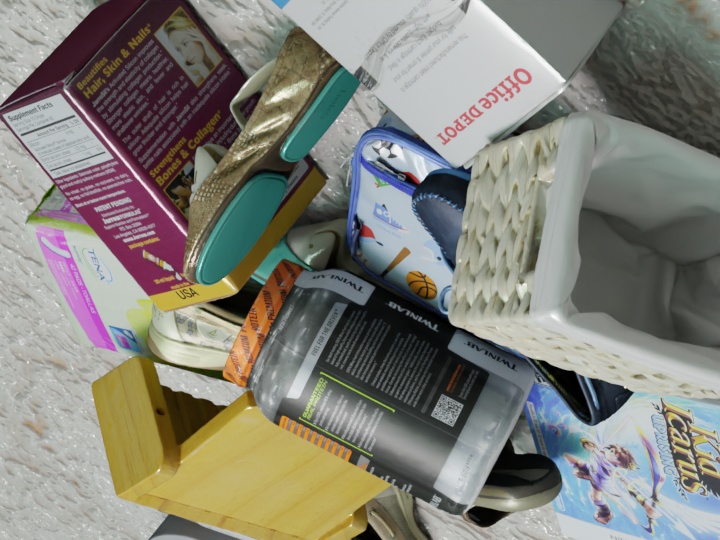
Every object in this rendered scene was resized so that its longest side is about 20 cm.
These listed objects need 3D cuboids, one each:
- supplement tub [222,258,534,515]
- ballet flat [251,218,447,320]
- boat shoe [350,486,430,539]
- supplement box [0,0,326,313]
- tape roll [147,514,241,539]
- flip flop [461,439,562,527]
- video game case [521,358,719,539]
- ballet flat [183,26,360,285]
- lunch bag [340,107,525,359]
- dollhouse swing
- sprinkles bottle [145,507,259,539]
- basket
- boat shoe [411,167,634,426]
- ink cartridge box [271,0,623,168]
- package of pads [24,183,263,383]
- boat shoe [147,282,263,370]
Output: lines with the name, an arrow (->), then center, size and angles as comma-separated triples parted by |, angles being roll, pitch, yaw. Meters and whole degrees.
supplement tub -> 0.012, 0.078, 1.660 | 0.200, 0.123, 0.123 | 28, 146, 3
ballet flat -> 0.000, 0.000, 1.744 | 0.200, 0.067, 0.070 | 26, 124, 16
boat shoe -> 0.019, 0.239, 1.998 | 0.072, 0.065, 0.200 | 15, 140, 31
supplement box -> -0.143, -0.088, 1.702 | 0.103, 0.131, 0.200 | -14, 120, 50
tape roll -> -0.104, 0.293, 2.179 | 0.200, 0.066, 0.200 | 24, 143, 20
flip flop -> 0.101, 0.166, 1.772 | 0.058, 0.081, 0.200 | 70, 163, -9
video game case -> 0.213, 0.136, 1.712 | 0.181, 0.045, 0.200 | 12, 138, 33
ballet flat -> -0.073, -0.083, 1.627 | 0.065, 0.200, 0.071 | 40, -172, 24
lunch bag -> 0.080, -0.034, 1.610 | 0.200, 0.076, 0.160 | 27, 143, 15
dollhouse swing -> -0.074, 0.113, 1.858 | 0.200, 0.182, 0.176 | 20, 122, -32
sprinkles bottle -> -0.109, 0.201, 2.072 | 0.200, 0.068, 0.068 | 15, 140, 30
basket -> 0.167, -0.001, 1.450 | 0.200, 0.136, 0.123 | 19, 164, -30
boat shoe -> 0.107, 0.018, 1.520 | 0.200, 0.069, 0.084 | 42, 154, -4
ink cartridge box -> 0.041, -0.177, 1.463 | 0.200, 0.084, 0.145 | 43, 147, -7
package of pads -> -0.162, 0.006, 1.887 | 0.200, 0.068, 0.155 | 12, 139, 30
boat shoe -> -0.060, 0.042, 1.782 | 0.200, 0.073, 0.063 | 3, 121, -10
